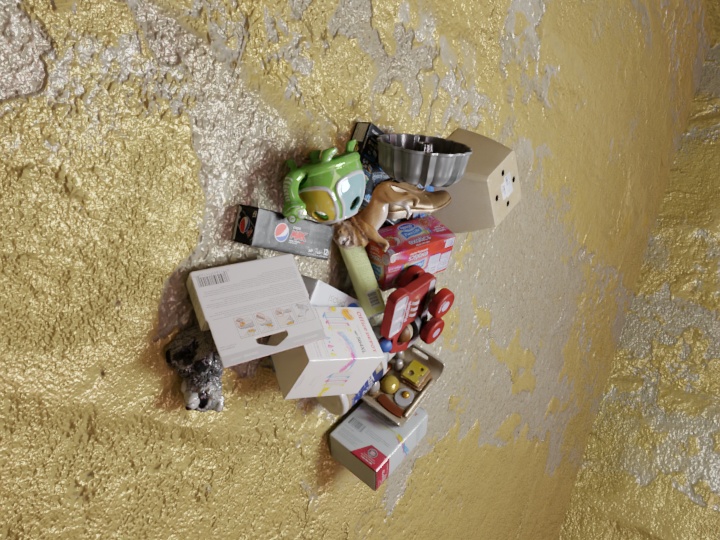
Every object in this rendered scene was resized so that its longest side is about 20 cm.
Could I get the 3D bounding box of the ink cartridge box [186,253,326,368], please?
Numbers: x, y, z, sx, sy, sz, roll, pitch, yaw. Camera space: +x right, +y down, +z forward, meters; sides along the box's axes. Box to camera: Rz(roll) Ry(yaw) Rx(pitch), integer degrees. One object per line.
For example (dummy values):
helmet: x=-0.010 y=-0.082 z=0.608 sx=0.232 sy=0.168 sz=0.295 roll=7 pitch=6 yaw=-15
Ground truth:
ink cartridge box: x=-0.178 y=0.070 z=1.021 sx=0.197 sy=0.045 sz=0.179 roll=-12 pitch=66 yaw=-33

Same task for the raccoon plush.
raccoon plush: x=-0.248 y=0.156 z=1.045 sx=0.200 sy=0.096 sz=0.136 roll=-45 pitch=138 yaw=-31

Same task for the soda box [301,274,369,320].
soda box: x=-0.060 y=0.074 z=1.244 sx=0.199 sy=0.067 sz=0.065 roll=32 pitch=77 yaw=-48

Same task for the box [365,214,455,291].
box: x=0.107 y=-0.042 z=1.337 sx=0.197 sy=0.095 sz=0.101 roll=-18 pitch=135 yaw=-32

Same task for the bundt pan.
bundt pan: x=0.126 y=-0.223 z=1.210 sx=0.200 sy=0.200 sz=0.077 roll=-18 pitch=123 yaw=-44

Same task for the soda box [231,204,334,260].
soda box: x=-0.141 y=-0.070 z=1.115 sx=0.198 sy=0.063 sz=0.072 roll=10 pitch=93 yaw=-50

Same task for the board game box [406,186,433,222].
board game box: x=0.142 y=-0.173 z=1.392 sx=0.103 sy=0.019 sz=0.204 roll=-39 pitch=142 yaw=-45

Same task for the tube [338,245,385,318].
tube: x=0.000 y=0.000 z=1.261 sx=0.058 sy=0.051 sz=0.204 roll=51 pitch=19 yaw=-82

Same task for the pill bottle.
pill bottle: x=-0.010 y=0.214 z=1.308 sx=0.199 sy=0.110 sz=0.113 roll=-38 pitch=127 yaw=-35

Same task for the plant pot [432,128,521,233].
plant pot: x=0.285 y=-0.212 z=1.470 sx=0.200 sy=0.175 sz=0.203 roll=-43 pitch=130 yaw=-30

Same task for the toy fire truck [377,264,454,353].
toy fire truck: x=0.100 y=0.098 z=1.269 sx=0.166 sy=0.112 sz=0.203 roll=-28 pitch=144 yaw=-37

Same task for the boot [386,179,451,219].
boot: x=0.124 y=-0.165 z=1.296 sx=0.197 sy=0.073 sz=0.077 roll=-13 pitch=111 yaw=-33

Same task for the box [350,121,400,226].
box: x=0.040 y=-0.205 z=1.294 sx=0.199 sy=0.045 sz=0.162 roll=25 pitch=82 yaw=-49

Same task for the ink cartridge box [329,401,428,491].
ink cartridge box: x=0.045 y=0.383 z=1.384 sx=0.199 sy=0.144 sz=0.084 roll=-36 pitch=140 yaw=-36

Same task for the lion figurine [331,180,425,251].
lion figurine: x=0.032 y=-0.117 z=1.208 sx=0.202 sy=0.122 sz=0.072 roll=-54 pitch=176 yaw=8

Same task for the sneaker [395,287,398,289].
sneaker: x=0.143 y=0.002 z=1.431 sx=0.199 sy=0.090 sz=0.079 roll=-32 pitch=136 yaw=-38

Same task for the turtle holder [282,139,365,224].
turtle holder: x=-0.062 y=-0.156 z=1.101 sx=0.186 sy=0.138 sz=0.135 roll=-57 pitch=133 yaw=-69

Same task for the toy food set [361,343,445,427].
toy food set: x=0.091 y=0.256 z=1.402 sx=0.200 sy=0.142 sz=0.061 roll=-45 pitch=148 yaw=-29

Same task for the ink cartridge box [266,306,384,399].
ink cartridge box: x=-0.060 y=0.157 z=1.160 sx=0.197 sy=0.130 sz=0.126 roll=3 pitch=137 yaw=-36
